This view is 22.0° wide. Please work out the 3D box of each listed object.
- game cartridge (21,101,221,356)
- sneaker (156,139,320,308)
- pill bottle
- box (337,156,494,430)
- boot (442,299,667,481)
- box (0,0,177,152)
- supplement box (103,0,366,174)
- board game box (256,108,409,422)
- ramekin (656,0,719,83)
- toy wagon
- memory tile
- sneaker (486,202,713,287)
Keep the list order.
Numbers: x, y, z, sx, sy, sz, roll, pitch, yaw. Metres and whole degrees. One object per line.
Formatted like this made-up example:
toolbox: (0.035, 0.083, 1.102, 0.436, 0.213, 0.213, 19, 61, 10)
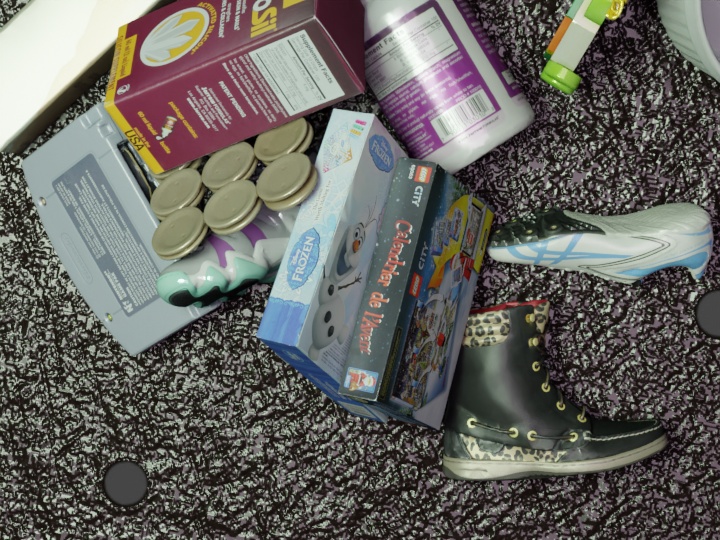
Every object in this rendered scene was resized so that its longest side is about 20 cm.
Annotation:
game cartridge: (-0.212, -0.032, 1.611, 0.133, 0.041, 0.201, -29, 91, 38)
sneaker: (-0.104, -0.054, 1.561, 0.199, 0.078, 0.141, -18, 81, -36)
pill bottle: (0.054, -0.185, 1.590, 0.112, 0.112, 0.201, -31, 91, 3)
box: (0.049, 0.022, 1.547, 0.037, 0.136, 0.202, 10, 80, 28)
boot: (0.163, 0.102, 1.623, 0.198, 0.073, 0.152, -6, 93, 8)
box: (-0.259, -0.197, 1.611, 0.200, 0.095, 0.078, -43, 91, 5)
supplement box: (-0.100, -0.173, 1.513, 0.199, 0.111, 0.086, -20, 130, 19)
board game box: (0.000, 0.000, 1.534, 0.043, 0.200, 0.200, 11, 73, 26)
ramekin: (0.341, -0.244, 1.552, 0.198, 0.105, 0.202, -5, 105, -19)
toy wagon: (0.199, -0.226, 1.537, 0.039, 0.200, 0.156, 29, 94, 2)
memory tile: (-0.108, -0.098, 1.527, 0.152, 0.201, 0.017, -27, 129, 14)
sneaker: (0.207, -0.017, 1.617, 0.198, 0.072, 0.073, -2, 112, 8)
